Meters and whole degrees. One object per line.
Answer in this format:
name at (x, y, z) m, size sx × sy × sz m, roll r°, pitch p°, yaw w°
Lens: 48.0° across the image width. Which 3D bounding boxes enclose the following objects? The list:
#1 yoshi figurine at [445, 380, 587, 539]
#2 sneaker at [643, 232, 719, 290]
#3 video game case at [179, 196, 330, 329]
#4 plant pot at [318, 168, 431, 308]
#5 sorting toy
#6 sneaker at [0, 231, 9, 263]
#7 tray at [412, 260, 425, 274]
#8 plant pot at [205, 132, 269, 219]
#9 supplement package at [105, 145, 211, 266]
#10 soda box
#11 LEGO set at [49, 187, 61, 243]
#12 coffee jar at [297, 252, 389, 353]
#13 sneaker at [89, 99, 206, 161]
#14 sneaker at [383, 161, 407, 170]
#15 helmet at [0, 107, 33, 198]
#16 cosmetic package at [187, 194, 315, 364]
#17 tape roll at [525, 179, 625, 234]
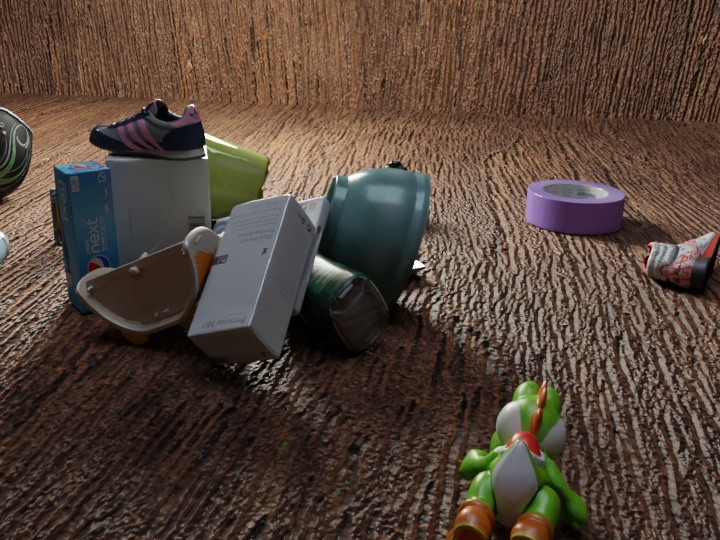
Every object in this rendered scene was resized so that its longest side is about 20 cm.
yoshi figurine at (0.143, 0.191, 0.730) m, size 0.111 × 0.113 × 0.201 m, roll -34°, pitch 13°, yaw 37°
sneaker at (0.546, -0.029, 1.376) m, size 0.106 × 0.069 × 0.201 m, roll 14°, pitch 26°, yaw 27°
video game case at (-0.145, -0.010, 1.108) m, size 0.196 × 0.023 × 0.185 m, roll -9°, pitch 50°, yaw 31°
plant pot at (0.007, -0.062, 1.181) m, size 0.131 × 0.204 × 0.201 m, roll 16°, pitch 17°, yaw -9°
sorting toy at (-0.244, -0.005, 1.089) m, size 0.197 × 0.108 × 0.181 m, roll -18°, pitch 23°, yaw 27°
sneaker at (-0.657, -0.023, 1.260) m, size 0.195 × 0.082 × 0.131 m, roll -6°, pitch 19°, yaw -18°
tray at (0.000, 0.000, 1.326) m, size 0.196 × 0.023 × 0.107 m, roll -9°, pitch 21°, yaw -26°
plant pot at (-0.277, -0.178, 1.595) m, size 0.180 × 0.205 × 0.201 m, roll 11°, pitch 18°, yaw -7°
supplement package at (-0.312, -0.086, 1.273) m, size 0.152 × 0.205 × 0.111 m, roll -2°, pitch 20°, yaw -12°
soda box at (-0.390, -0.048, 1.159) m, size 0.063 × 0.205 × 0.067 m, roll -13°, pitch 23°, yaw -35°
LEGO set at (-0.465, -0.114, 1.468) m, size 0.196 × 0.119 × 0.153 m, roll 11°, pitch 21°, yaw 26°
coffee jar at (-0.054, 0.030, 1.104) m, size 0.085 × 0.105 × 0.199 m, roll -44°, pitch 38°, yaw -16°
sneaker at (-0.317, -0.215, 1.201) m, size 0.195 × 0.084 × 0.070 m, roll 8°, pitch 22°, yaw 17°
sneaker at (0.063, -0.157, 1.631) m, size 0.073 × 0.118 × 0.201 m, roll 2°, pitch 19°, yaw 1°
helmet at (-0.798, -0.241, 1.698) m, size 0.196 × 0.194 × 0.200 m, roll 19°, pitch -15°, yaw 5°
cosmetic package at (-0.132, 0.010, 1.011) m, size 0.100 × 0.074 × 0.203 m, roll -10°, pitch 48°, yaw 29°
tape roll at (0.441, -0.133, 1.669) m, size 0.195 × 0.067 × 0.201 m, roll 2°, pitch 19°, yaw -1°
